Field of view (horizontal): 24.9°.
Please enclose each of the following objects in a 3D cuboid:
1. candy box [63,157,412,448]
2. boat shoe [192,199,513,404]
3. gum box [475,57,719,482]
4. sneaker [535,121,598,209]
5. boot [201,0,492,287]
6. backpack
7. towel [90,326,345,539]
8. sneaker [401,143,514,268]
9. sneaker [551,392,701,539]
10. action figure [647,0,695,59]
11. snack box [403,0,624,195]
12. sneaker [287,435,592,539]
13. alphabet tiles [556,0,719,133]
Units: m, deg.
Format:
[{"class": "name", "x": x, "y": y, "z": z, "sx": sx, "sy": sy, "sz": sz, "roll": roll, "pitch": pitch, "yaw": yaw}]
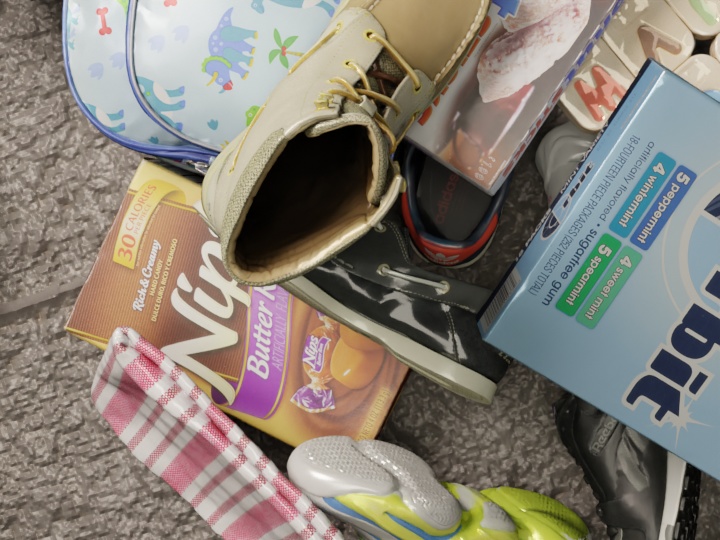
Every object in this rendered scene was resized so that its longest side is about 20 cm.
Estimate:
[{"class": "candy box", "x": -0.063, "y": 0.027, "z": 0.983, "sx": 0.199, "sy": 0.056, "sz": 0.117, "roll": 26, "pitch": 96, "yaw": 5}, {"class": "boat shoe", "x": 0.000, "y": 0.000, "z": 0.917, "sx": 0.200, "sy": 0.072, "sz": 0.068, "roll": 29, "pitch": 86, "yaw": 0}, {"class": "gum box", "x": 0.191, "y": 0.013, "z": 0.869, "sx": 0.200, "sy": 0.045, "sz": 0.170, "roll": 31, "pitch": 103, "yaw": -10}, {"class": "sneaker", "x": 0.201, "y": -0.037, "z": 0.926, "sx": 0.199, "sy": 0.078, "sz": 0.100, "roll": -7, "pitch": 59, "yaw": 14}, {"class": "boot", "x": 0.002, "y": -0.080, "z": 0.786, "sx": 0.072, "sy": 0.155, "sz": 0.200, "roll": 43, "pitch": 94, "yaw": -12}, {"class": "backpack", "x": -0.068, "y": -0.140, "z": 0.928, "sx": 0.199, "sy": 0.147, "sz": 0.184, "roll": 10, "pitch": 94, "yaw": 5}, {"class": "towel", "x": -0.084, "y": 0.123, "z": 0.946, "sx": 0.200, "sy": 0.146, "sz": 0.030, "roll": 45, "pitch": 67, "yaw": 3}, {"class": "sneaker", "x": 0.066, "y": -0.099, "z": 0.948, "sx": 0.075, "sy": 0.085, "sz": 0.201, "roll": 6, "pitch": 93, "yaw": 6}, {"class": "sneaker", "x": 0.156, "y": 0.108, "z": 0.966, "sx": 0.087, "sy": 0.076, "sz": 0.201, "roll": 6, "pitch": 90, "yaw": 20}, {"class": "action figure", "x": 0.149, "y": -0.177, "z": 0.929, "sx": 0.118, "sy": 0.055, "sz": 0.201, "roll": -7, "pitch": 75, "yaw": 9}, {"class": "snack box", "x": 0.096, "y": -0.143, "z": 0.871, "sx": 0.072, "sy": 0.024, "sz": 0.200, "roll": 34, "pitch": 92, "yaw": 14}, {"class": "sneaker", "x": 0.036, "y": 0.168, "z": 0.947, "sx": 0.199, "sy": 0.076, "sz": 0.105, "roll": 20, "pitch": 106, "yaw": -19}, {"class": "alphabet tiles", "x": 0.201, "y": -0.134, "z": 0.886, "sx": 0.200, "sy": 0.015, "sz": 0.196, "roll": -40, "pitch": 88, "yaw": -2}]
